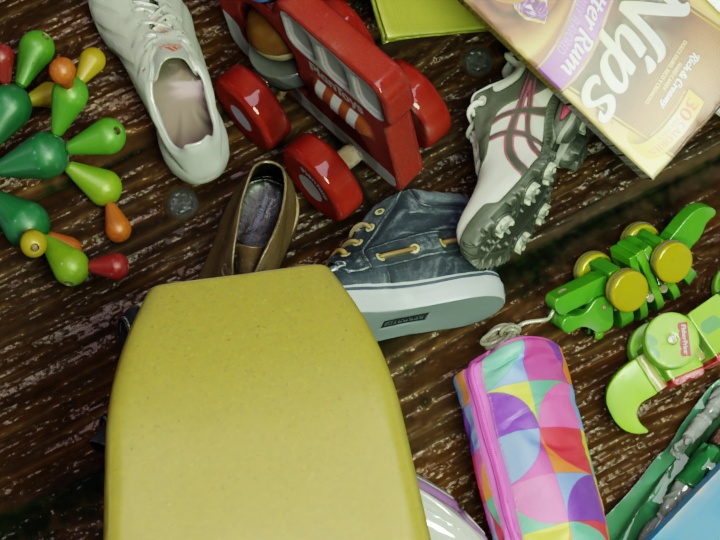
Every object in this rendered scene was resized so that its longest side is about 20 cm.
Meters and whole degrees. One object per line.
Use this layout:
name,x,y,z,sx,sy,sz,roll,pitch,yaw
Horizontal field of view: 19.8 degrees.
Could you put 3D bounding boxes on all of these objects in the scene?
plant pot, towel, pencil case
plant pot,-0.061,0.110,1.290,0.193,0.194,0.202,-6,73,-1
towel,0.097,-0.216,1.539,0.198,0.018,0.087,-8,68,-21
pencil case,0.119,0.146,1.395,0.087,0.089,0.202,-10,62,-5

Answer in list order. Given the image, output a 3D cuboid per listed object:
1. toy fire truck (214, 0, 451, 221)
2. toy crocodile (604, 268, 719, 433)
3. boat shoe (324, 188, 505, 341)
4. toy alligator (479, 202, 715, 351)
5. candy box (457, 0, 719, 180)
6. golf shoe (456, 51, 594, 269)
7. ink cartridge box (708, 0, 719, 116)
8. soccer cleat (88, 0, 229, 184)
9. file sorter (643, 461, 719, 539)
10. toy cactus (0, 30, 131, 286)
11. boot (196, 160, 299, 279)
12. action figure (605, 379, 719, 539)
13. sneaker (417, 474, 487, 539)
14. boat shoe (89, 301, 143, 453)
toy fire truck,-0.029,-0.146,1.449,0.112,0.168,0.200,-39,64,-14
toy crocodile,0.251,0.040,1.458,0.199,0.068,0.062,-35,86,-10
boat shoe,0.000,0.000,1.452,0.198,0.071,0.092,-7,65,-24
toy alligator,0.176,0.021,1.471,0.199,0.059,0.055,-32,116,-12
candy box,0.168,-0.173,1.431,0.200,0.056,0.117,43,93,-3
golf shoe,0.106,-0.080,1.481,0.087,0.078,0.200,25,50,14
ink cartridge box,0.245,-0.217,1.492,0.199,0.083,0.146,36,102,-1
soccer cleat,-0.145,-0.158,1.504,0.069,0.078,0.201,-22,73,-9
file sorter,0.302,0.218,1.340,0.139,0.123,0.200,-42,96,-15
toy cactus,-0.248,-0.075,1.474,0.163,0.102,0.202,-15,81,3
boot,-0.090,0.016,1.450,0.073,0.076,0.202,14,73,0
action figure,0.246,0.143,1.431,0.118,0.055,0.201,32,71,8
sneaker,-0.011,0.172,1.410,0.198,0.075,0.101,20,84,10
boat shoe,-0.152,0.122,1.412,0.065,0.074,0.202,-10,82,-15
